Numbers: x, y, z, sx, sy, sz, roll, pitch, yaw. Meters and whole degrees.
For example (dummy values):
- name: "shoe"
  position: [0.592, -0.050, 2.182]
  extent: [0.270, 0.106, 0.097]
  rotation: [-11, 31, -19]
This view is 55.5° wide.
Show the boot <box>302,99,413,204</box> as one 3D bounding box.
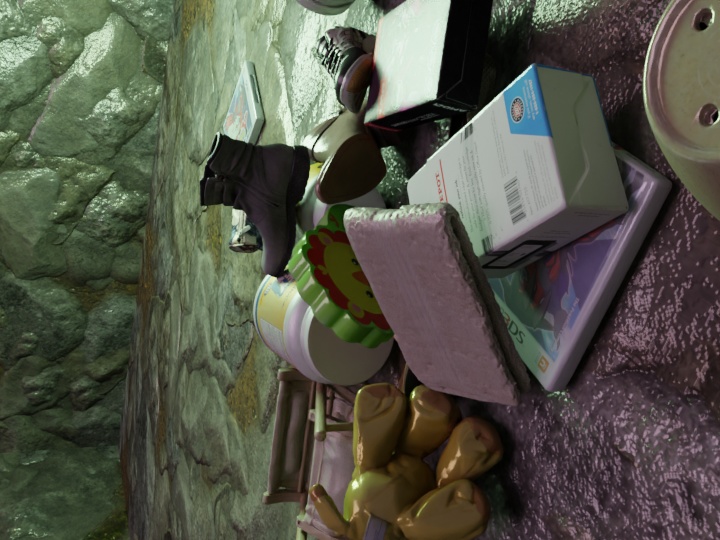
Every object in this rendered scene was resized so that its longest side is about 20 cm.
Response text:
- name: "boot"
  position: [-0.026, -0.154, 0.879]
  extent: [0.145, 0.200, 0.071]
  rotation: [11, 134, 46]

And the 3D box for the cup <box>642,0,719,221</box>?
- name: "cup"
  position: [0.236, -0.099, 0.359]
  extent: [0.199, 0.140, 0.205]
  rotation: [-11, 77, 63]

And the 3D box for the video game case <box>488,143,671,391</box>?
- name: "video game case"
  position: [0.164, -0.030, 0.613]
  extent: [0.183, 0.023, 0.203]
  rotation: [57, 136, 50]

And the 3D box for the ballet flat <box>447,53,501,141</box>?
- name: "ballet flat"
  position: [0.107, -0.129, 0.728]
  extent: [0.067, 0.045, 0.205]
  rotation: [28, 112, 59]

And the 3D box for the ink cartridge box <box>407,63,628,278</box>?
- name: "ink cartridge box"
  position: [0.121, -0.066, 0.587]
  extent: [0.200, 0.067, 0.119]
  rotation: [-37, 57, 58]

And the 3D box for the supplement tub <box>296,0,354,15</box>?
- name: "supplement tub"
  position: [-0.021, -0.457, 0.912]
  extent: [0.200, 0.143, 0.149]
  rotation: [-38, 54, 57]

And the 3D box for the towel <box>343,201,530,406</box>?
- name: "towel"
  position: [0.069, 0.030, 0.609]
  extent: [0.131, 0.034, 0.203]
  rotation: [2, 125, 50]

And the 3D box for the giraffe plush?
- name: "giraffe plush"
  position: [0.044, 0.236, 0.708]
  extent: [0.171, 0.201, 0.163]
  rotation: [29, 154, 18]

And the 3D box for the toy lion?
- name: "toy lion"
  position: [0.000, 0.000, 0.763]
  extent: [0.069, 0.189, 0.202]
  rotation: [-47, 44, 30]

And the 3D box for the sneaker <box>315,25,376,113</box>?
- name: "sneaker"
  position: [-0.023, -0.263, 0.876]
  extent: [0.201, 0.086, 0.077]
  rotation: [-77, 10, -61]

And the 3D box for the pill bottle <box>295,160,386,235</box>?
- name: "pill bottle"
  position: [-0.047, -0.095, 0.964]
  extent: [0.200, 0.112, 0.117]
  rotation: [35, 118, 59]

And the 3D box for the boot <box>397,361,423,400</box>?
- name: "boot"
  position: [0.072, 0.104, 0.752]
  extent: [0.076, 0.072, 0.203]
  rotation: [-106, 25, -52]

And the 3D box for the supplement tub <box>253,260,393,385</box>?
- name: "supplement tub"
  position: [-0.052, 0.067, 0.924]
  extent: [0.199, 0.142, 0.148]
  rotation: [16, 101, 63]

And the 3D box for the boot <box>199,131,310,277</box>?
- name: "boot"
  position: [-0.144, -0.083, 0.878]
  extent: [0.070, 0.129, 0.203]
  rotation: [-109, 28, -52]

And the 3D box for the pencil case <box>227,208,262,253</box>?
- name: "pencil case"
  position: [-0.222, -0.138, 1.357]
  extent: [0.089, 0.076, 0.205]
  rotation: [113, 158, -85]

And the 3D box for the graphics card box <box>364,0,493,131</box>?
- name: "graphics card box"
  position: [0.065, -0.223, 0.724]
  extent: [0.199, 0.050, 0.128]
  rotation: [-165, 83, -68]

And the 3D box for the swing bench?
- name: "swing bench"
  position: [-0.041, 0.260, 0.909]
  extent: [0.200, 0.127, 0.203]
  rotation: [-145, 60, -65]

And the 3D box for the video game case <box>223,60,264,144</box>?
- name: "video game case"
  position: [-0.264, -0.329, 1.528]
  extent: [0.201, 0.023, 0.185]
  rotation: [-57, 39, 46]
